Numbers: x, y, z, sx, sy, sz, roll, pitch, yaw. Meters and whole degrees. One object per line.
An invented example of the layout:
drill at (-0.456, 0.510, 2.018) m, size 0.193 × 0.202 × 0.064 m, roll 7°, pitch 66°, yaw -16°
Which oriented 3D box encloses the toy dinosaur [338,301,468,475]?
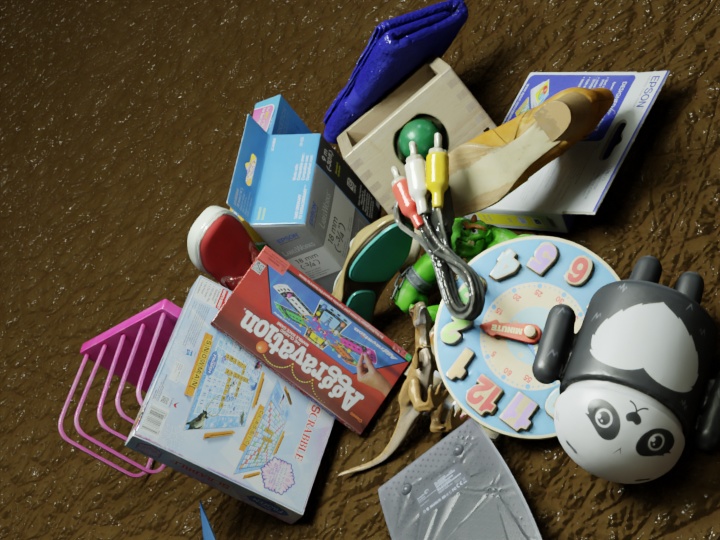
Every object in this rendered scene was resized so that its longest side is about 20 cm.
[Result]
toy dinosaur at (0.056, 0.137, 1.468) m, size 0.106 × 0.060 × 0.203 m, roll 22°, pitch 94°, yaw 56°

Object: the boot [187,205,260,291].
boot at (-0.107, 0.014, 1.591) m, size 0.144 × 0.200 × 0.073 m, roll 34°, pitch 77°, yaw 28°

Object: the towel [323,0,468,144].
towel at (0.037, -0.245, 1.733) m, size 0.147 × 0.050 × 0.200 m, roll -32°, pitch -12°, yaw -38°

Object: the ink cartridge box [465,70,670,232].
ink cartridge box at (0.227, -0.132, 1.577) m, size 0.198 × 0.047 × 0.199 m, roll 9°, pitch 60°, yaw 45°

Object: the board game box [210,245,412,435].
board game box at (-0.052, 0.075, 1.531) m, size 0.104 × 0.199 × 0.019 m, roll -54°, pitch 3°, yaw -13°

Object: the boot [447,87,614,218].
boot at (0.170, -0.123, 1.497) m, size 0.200 × 0.071 × 0.144 m, roll -34°, pitch -7°, yaw 28°

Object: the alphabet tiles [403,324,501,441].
alphabet tiles at (0.135, 0.089, 1.480) m, size 0.199 × 0.006 × 0.167 m, roll 15°, pitch 66°, yaw 49°

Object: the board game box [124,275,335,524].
board game box at (-0.123, 0.137, 1.527) m, size 0.041 × 0.198 × 0.202 m, roll -46°, pitch 20°, yaw 57°

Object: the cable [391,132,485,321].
cable at (0.068, -0.033, 1.425) m, size 0.097 × 0.050 × 0.202 m, roll -37°, pitch 48°, yaw 39°

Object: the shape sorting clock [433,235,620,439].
shape sorting clock at (0.167, 0.063, 1.386) m, size 0.197 × 0.039 × 0.203 m, roll -4°, pitch 75°, yaw 15°

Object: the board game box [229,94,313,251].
board game box at (-0.087, -0.088, 1.737) m, size 0.040 × 0.153 × 0.202 m, roll -16°, pitch 45°, yaw 29°

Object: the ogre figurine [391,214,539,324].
ogre figurine at (0.124, 0.009, 1.492) m, size 0.199 × 0.097 × 0.121 m, roll 13°, pitch 80°, yaw 65°

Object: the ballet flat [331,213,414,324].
ballet flat at (0.000, 0.000, 1.569) m, size 0.201 × 0.068 × 0.063 m, roll -64°, pitch 35°, yaw 37°

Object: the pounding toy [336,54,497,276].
pounding toy at (0.069, -0.125, 1.640) m, size 0.184 × 0.143 × 0.200 m, roll -39°, pitch 13°, yaw 6°

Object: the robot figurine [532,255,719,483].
robot figurine at (0.247, 0.089, 1.277) m, size 0.149 × 0.125 × 0.202 m, roll -1°, pitch 55°, yaw 42°

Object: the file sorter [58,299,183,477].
file sorter at (-0.234, 0.145, 1.626) m, size 0.199 × 0.138 × 0.127 m, roll -25°, pitch 40°, yaw 48°

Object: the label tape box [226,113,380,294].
label tape box at (-0.060, -0.077, 1.660) m, size 0.063 × 0.200 × 0.146 m, roll -18°, pitch 44°, yaw 29°

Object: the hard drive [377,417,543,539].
hard drive at (0.099, 0.243, 1.337) m, size 0.134 × 0.042 × 0.201 m, roll -38°, pitch 37°, yaw 8°

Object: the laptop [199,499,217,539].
laptop at (-0.173, 0.374, 1.408) m, size 0.199 × 0.116 × 0.188 m, roll -41°, pitch 36°, yaw 5°
